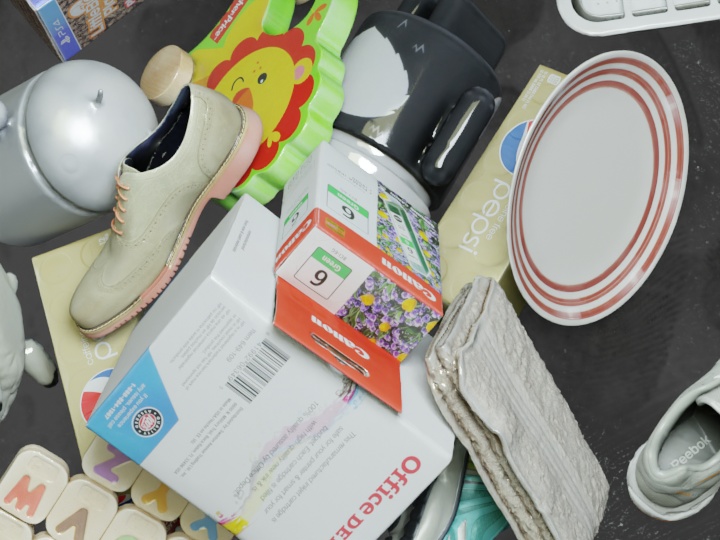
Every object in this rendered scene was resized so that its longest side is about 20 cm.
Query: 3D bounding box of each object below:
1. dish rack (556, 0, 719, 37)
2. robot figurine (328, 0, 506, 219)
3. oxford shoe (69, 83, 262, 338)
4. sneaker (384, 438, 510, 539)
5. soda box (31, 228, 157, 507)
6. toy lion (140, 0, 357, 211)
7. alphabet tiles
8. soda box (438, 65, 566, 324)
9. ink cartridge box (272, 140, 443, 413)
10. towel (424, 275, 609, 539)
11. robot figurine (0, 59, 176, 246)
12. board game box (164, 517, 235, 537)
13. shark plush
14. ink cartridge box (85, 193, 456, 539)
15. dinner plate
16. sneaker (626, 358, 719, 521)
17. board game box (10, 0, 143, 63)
[{"bbox_3d":[0.229,-0.275,1.481,0.170,0.044,0.201,-8,71,3],"label":"dish rack"},{"bbox_3d":[0.026,-0.113,1.400,0.124,0.150,0.201,31,77,2],"label":"robot figurine"},{"bbox_3d":[-0.154,-0.045,1.326,0.201,0.074,0.071,-56,40,3],"label":"oxford shoe"},{"bbox_3d":[0.081,0.150,1.346,0.079,0.077,0.201,29,72,-14],"label":"sneaker"},{"bbox_3d":[-0.180,0.075,1.375,0.067,0.064,0.201,-20,65,3],"label":"soda box"},{"bbox_3d":[-0.069,-0.147,1.391,0.201,0.069,0.192,-54,40,4],"label":"toy lion"},{"bbox_3d":[-0.172,0.209,1.310,0.199,0.015,0.196,32,100,-10],"label":"alphabet tiles"},{"bbox_3d":[0.116,-0.046,1.388,0.067,0.064,0.201,26,74,28],"label":"soda box"},{"bbox_3d":[0.000,0.000,1.246,0.109,0.200,0.050,35,112,-16],"label":"ink cartridge box"},{"bbox_3d":[0.112,0.109,1.277,0.034,0.133,0.201,-23,108,26],"label":"towel"},{"bbox_3d":[-0.227,-0.087,1.392,0.199,0.169,0.114,-19,66,41],"label":"robot figurine"},{"bbox_3d":[-0.131,0.162,1.378,0.103,0.019,0.200,38,79,15],"label":"board game box"},{"bbox_3d":[-0.299,0.031,1.377,0.083,0.091,0.201,-8,110,25],"label":"shark plush"},{"bbox_3d":[-0.052,0.083,1.271,0.200,0.146,0.147,38,112,-10],"label":"ink cartridge box"},{"bbox_3d":[0.167,-0.059,1.348,0.024,0.200,0.201,19,71,44],"label":"dinner plate"},{"bbox_3d":[0.269,0.091,1.327,0.076,0.092,0.200,38,78,17],"label":"sneaker"},{"bbox_3d":[-0.215,-0.298,1.501,0.200,0.097,0.160,-38,72,-8],"label":"board game box"}]
